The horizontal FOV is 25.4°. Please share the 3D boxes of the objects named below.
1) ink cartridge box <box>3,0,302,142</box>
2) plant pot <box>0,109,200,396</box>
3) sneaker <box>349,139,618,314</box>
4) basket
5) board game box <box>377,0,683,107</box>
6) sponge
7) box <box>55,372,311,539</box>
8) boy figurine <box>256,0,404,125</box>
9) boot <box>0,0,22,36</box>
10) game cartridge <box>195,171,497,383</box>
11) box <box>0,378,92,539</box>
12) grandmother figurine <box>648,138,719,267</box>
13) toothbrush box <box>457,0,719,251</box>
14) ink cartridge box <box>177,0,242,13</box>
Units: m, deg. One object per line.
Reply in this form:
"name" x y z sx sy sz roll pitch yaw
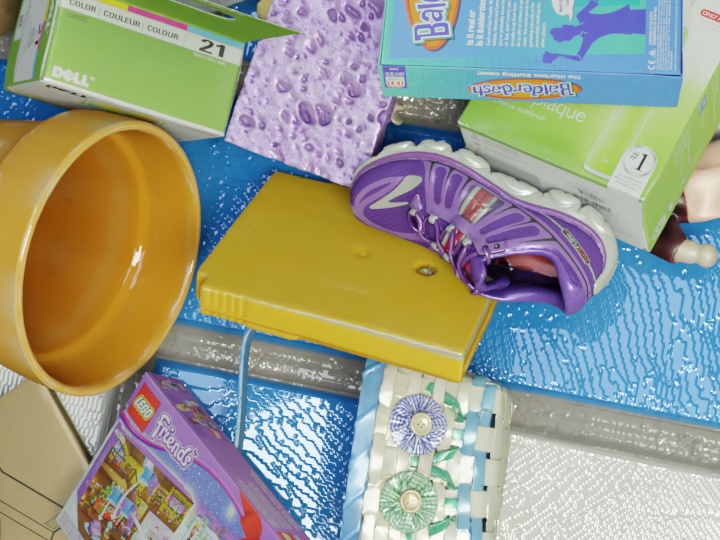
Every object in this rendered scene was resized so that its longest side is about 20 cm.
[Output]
"ink cartridge box" -0.152 -0.148 1.129 0.146 0.199 0.077 15 86 -27
"plant pot" -0.249 -0.030 1.180 0.182 0.200 0.202 17 86 29
"sneaker" 0.076 -0.027 1.092 0.198 0.081 0.084 18 47 23
"basket" 0.004 0.127 1.122 0.197 0.139 0.179 4 84 14
"board game box" 0.116 -0.189 1.069 0.197 0.045 0.154 4 68 6
"sponge" -0.015 -0.171 1.156 0.110 0.030 0.202 21 98 11
"box" -0.125 0.186 1.115 0.200 0.039 0.138 45 108 39
"boy figurine" 0.019 -0.173 1.195 0.197 0.064 0.126 6 98 15
"boot" -0.295 -0.295 1.275 0.143 0.071 0.202 29 83 21
"game cartridge" 0.000 0.000 1.133 0.198 0.177 0.033 13 123 14
"box" -0.263 0.208 1.227 0.163 0.021 0.201 -33 78 6
"grandmother figurine" 0.230 -0.055 1.143 0.198 0.061 0.122 -12 53 13
"toothbrush box" 0.180 -0.139 1.116 0.145 0.086 0.201 25 73 22
"ink cartridge box" -0.158 -0.252 1.192 0.198 0.163 0.057 -25 49 6
